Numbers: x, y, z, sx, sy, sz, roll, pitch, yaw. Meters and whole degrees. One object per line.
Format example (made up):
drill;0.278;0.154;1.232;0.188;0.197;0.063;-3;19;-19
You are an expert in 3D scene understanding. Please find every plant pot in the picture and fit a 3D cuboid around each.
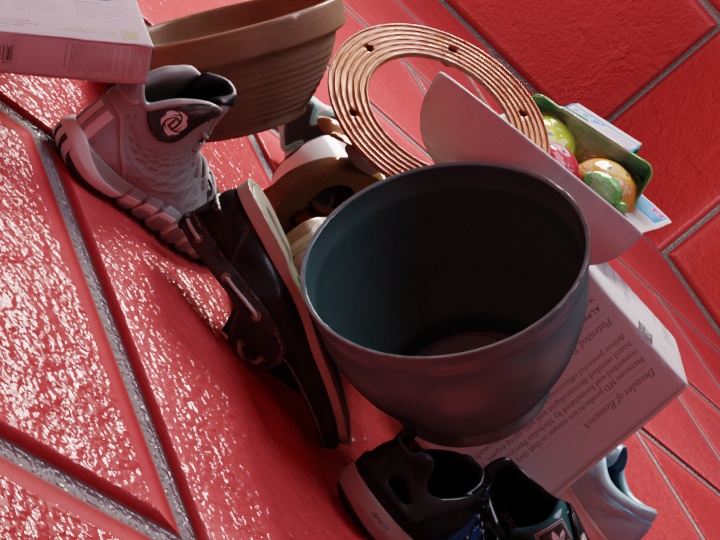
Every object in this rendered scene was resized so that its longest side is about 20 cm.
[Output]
plant pot;0.068;0.038;1.383;0.200;0.200;0.134;-116;-171;-49
plant pot;-0.105;-0.162;1.616;0.201;0.200;0.093;-79;158;-74

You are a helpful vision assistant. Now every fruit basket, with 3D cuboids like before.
fruit basket;0.178;-0.090;1.724;0.185;0.094;0.200;35;13;16

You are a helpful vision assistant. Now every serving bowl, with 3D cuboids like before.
serving bowl;0.118;-0.065;1.502;0.200;0.066;0.200;39;5;-4

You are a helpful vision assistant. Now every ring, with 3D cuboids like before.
ring;0.064;-0.125;1.628;0.200;0.019;0.201;15;47;-16

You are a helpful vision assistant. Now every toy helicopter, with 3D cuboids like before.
toy helicopter;0.013;-0.073;1.650;0.200;0.132;0.079;-10;50;-27

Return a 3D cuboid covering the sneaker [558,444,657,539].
sneaker;0.212;0.178;1.872;0.200;0.082;0.074;55;13;22

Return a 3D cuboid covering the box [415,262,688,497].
box;0.153;0.091;1.642;0.131;0.200;0.199;49;10;-3

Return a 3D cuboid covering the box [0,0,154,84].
box;-0.233;-0.197;1.380;0.144;0.036;0.200;4;35;-20

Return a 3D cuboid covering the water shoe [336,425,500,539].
water shoe;0.066;0.174;1.390;0.200;0.079;0.072;35;19;-49

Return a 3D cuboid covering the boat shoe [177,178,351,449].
boat shoe;-0.062;0.038;1.394;0.072;0.068;0.200;-60;124;-86

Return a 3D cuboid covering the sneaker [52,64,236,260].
sneaker;-0.118;-0.083;1.420;0.200;0.115;0.075;33;21;-52

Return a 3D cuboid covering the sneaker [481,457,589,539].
sneaker;0.146;0.225;1.476;0.200;0.071;0.080;48;-24;28

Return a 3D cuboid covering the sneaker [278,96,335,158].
sneaker;-0.021;-0.109;1.946;0.200;0.078;0.140;54;8;-26

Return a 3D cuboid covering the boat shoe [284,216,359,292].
boat shoe;0.000;0.000;1.512;0.065;0.072;0.200;53;19;15

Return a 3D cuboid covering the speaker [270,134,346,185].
speaker;0.004;-0.022;1.746;0.200;0.081;0.081;54;13;22
